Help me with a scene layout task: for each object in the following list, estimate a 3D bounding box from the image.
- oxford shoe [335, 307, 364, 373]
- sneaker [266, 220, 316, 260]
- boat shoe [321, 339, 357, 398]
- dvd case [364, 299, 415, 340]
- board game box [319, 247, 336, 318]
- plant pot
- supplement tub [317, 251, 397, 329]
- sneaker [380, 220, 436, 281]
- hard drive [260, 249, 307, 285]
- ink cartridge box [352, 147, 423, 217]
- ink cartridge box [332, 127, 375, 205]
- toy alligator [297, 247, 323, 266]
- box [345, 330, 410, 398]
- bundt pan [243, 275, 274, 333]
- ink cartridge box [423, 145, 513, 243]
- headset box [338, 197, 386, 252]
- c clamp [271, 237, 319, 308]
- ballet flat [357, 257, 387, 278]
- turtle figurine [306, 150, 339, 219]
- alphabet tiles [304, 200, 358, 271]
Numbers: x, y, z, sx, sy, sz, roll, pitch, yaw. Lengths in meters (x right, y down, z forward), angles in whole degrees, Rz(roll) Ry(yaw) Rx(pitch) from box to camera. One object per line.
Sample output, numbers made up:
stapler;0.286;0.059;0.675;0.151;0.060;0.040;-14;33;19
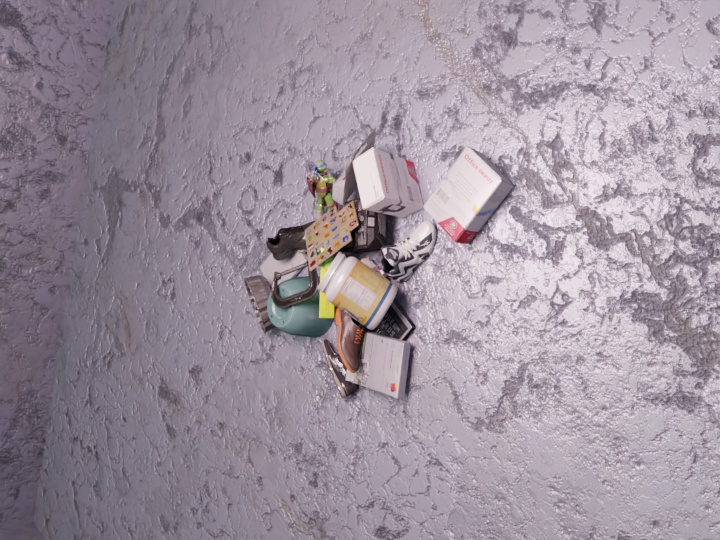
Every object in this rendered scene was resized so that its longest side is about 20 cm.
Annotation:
oxford shoe;-0.025;0.193;1.666;0.071;0.070;0.206;-20;72;31
sneaker;-0.223;-0.110;1.886;0.197;0.091;0.077;-31;44;8
boat shoe;-0.067;0.300;1.798;0.061;0.073;0.203;-21;61;-8
dvd case;0.061;0.182;1.704;0.151;0.024;0.202;52;119;29
board game box;-0.096;0.038;1.729;0.046;0.102;0.207;1;88;1
plant pot;-0.203;0.116;1.842;0.197;0.159;0.207;-3;86;39
supplement tub;-0.010;0.054;1.614;0.197;0.145;0.146;33;112;-1
sneaker;0.122;-0.056;1.597;0.200;0.128;0.080;-50;60;26
hard drive;-0.265;-0.023;1.989;0.200;0.025;0.134;-44;61;29
ink cartridge box;0.079;-0.240;1.598;0.083;0.198;0.149;-22;74;35
ink cartridge box;-0.021;-0.308;1.659;0.047;0.201;0.161;31;65;12
toy alligator;-0.132;-0.036;1.865;0.197;0.059;0.055;15;140;44
box;0.049;0.267;1.669;0.196;0.041;0.161;9;94;41
bundt pan;-0.331;0.107;1.958;0.204;0.074;0.204;58;162;32
ink cartridge box;0.281;-0.194;1.500;0.201;0.085;0.149;-52;57;23
headset box;-0.003;-0.134;1.713;0.198;0.073;0.153;-6;83;60
c clamp;-0.196;0.019;1.749;0.196;0.027;0.175;-25;69;19
ballet flat;0.000;0.000;1.738;0.197;0.068;0.073;-6;90;43
turtle figurine;-0.087;-0.263;1.822;0.140;0.201;0.199;5;116;12
alphabet tiles;-0.086;-0.113;1.679;0.198;0.007;0.170;-35;44;24
